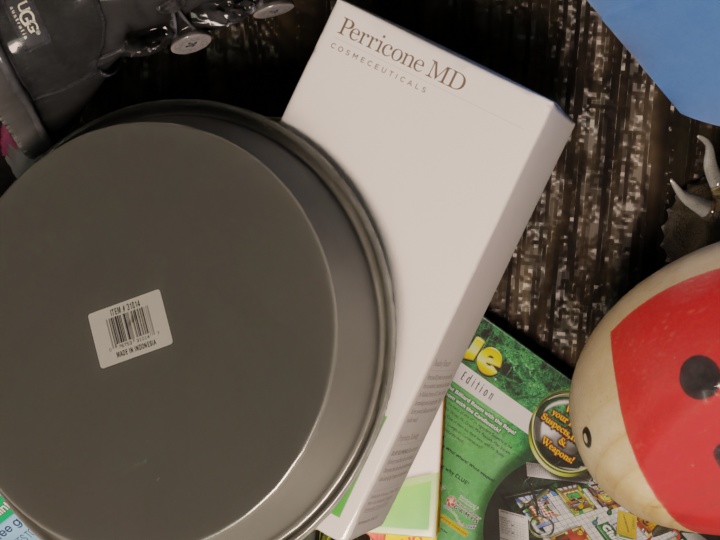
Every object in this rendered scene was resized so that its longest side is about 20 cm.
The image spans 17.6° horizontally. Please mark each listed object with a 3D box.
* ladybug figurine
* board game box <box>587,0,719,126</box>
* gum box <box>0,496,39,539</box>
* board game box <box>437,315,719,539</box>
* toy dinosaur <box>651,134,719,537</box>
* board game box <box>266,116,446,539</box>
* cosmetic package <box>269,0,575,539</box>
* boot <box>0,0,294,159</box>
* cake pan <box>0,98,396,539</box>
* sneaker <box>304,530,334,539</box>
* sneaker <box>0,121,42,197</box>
[{"bbox_3d":[0.178,0.053,0.984,0.199,0.072,0.136,-25,111,26],"label":"ladybug figurine"},{"bbox_3d":[0.161,-0.138,0.919,0.157,0.039,0.200,-20,125,39],"label":"board game box"},{"bbox_3d":[-0.249,0.079,1.155,0.170,0.045,0.200,-37,111,26],"label":"gum box"},{"bbox_3d":[0.079,0.100,1.101,0.199,0.023,0.105,36,82,-13],"label":"board game box"},{"bbox_3d":[0.163,0.029,1.062,0.102,0.077,0.201,27,127,6],"label":"toy dinosaur"},{"bbox_3d":[-0.007,0.034,1.047,0.095,0.030,0.202,3,93,6],"label":"board game box"},{"bbox_3d":[0.000,0.000,0.990,0.107,0.085,0.201,25,94,11],"label":"cosmetic package"},{"bbox_3d":[-0.068,-0.121,0.985,0.199,0.165,0.066,-27,91,-3],"label":"boot"},{"bbox_3d":[-0.084,0.028,0.946,0.198,0.037,0.202,-2,84,20],"label":"cake pan"},{"bbox_3d":[-0.052,0.065,1.095,0.074,0.085,0.201,-17,117,17],"label":"sneaker"},{"bbox_3d":[-0.166,-0.006,1.050,0.200,0.080,0.087,43,126,9],"label":"sneaker"}]
